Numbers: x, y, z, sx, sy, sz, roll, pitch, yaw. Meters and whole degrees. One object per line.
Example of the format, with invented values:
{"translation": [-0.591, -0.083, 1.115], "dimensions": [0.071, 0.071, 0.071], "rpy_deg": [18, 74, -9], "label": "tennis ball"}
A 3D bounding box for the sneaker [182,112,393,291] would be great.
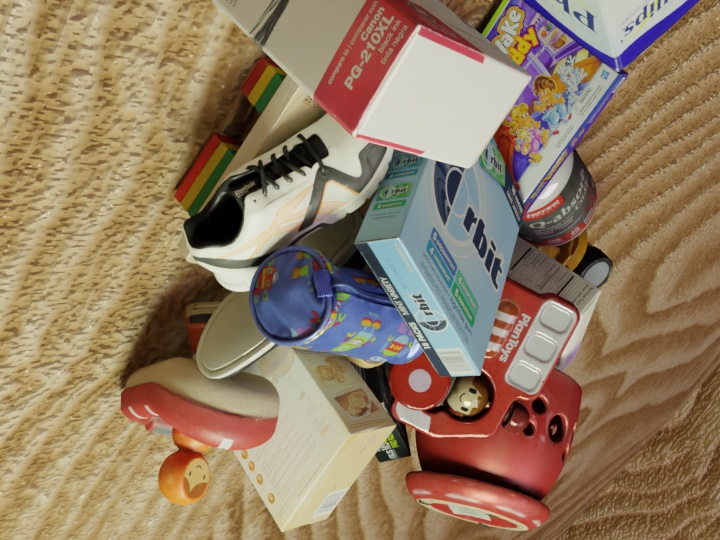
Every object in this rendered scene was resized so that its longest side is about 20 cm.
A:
{"translation": [-0.054, -0.065, 0.711], "dimensions": [0.200, 0.074, 0.080], "rpy_deg": [-45, 148, 6], "label": "sneaker"}

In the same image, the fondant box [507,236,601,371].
{"translation": [0.183, 0.029, 1.121], "dimensions": [0.058, 0.199, 0.145], "rpy_deg": [-41, 154, -27], "label": "fondant box"}

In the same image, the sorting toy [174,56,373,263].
{"translation": [-0.051, -0.096, 0.818], "dimensions": [0.198, 0.070, 0.201], "rpy_deg": [8, 125, -53], "label": "sorting toy"}

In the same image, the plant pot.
{"translation": [0.159, 0.210, 1.110], "dimensions": [0.201, 0.198, 0.185], "rpy_deg": [53, 47, -61], "label": "plant pot"}

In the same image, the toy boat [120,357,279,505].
{"translation": [-0.163, 0.162, 0.892], "dimensions": [0.129, 0.133, 0.199], "rpy_deg": [16, 162, -26], "label": "toy boat"}

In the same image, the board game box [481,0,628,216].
{"translation": [0.148, -0.151, 0.905], "dimensions": [0.201, 0.134, 0.045], "rpy_deg": [-56, 161, 26], "label": "board game box"}

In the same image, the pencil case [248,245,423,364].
{"translation": [-0.004, 0.032, 0.764], "dimensions": [0.086, 0.079, 0.199], "rpy_deg": [-25, 159, 26], "label": "pencil case"}

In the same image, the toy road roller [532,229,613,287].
{"translation": [0.223, 0.002, 1.227], "dimensions": [0.145, 0.123, 0.201], "rpy_deg": [19, 114, -42], "label": "toy road roller"}

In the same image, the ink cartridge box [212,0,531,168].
{"translation": [0.001, -0.172, 0.646], "dimensions": [0.144, 0.200, 0.085], "rpy_deg": [5, 125, -51], "label": "ink cartridge box"}

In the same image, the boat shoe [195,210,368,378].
{"translation": [-0.064, 0.026, 0.828], "dimensions": [0.200, 0.074, 0.060], "rpy_deg": [-49, 146, -3], "label": "boat shoe"}

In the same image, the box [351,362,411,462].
{"translation": [0.012, 0.124, 1.093], "dimensions": [0.044, 0.162, 0.201], "rpy_deg": [-14, 151, 5], "label": "box"}

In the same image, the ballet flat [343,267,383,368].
{"translation": [0.000, 0.000, 0.955], "dimensions": [0.068, 0.203, 0.063], "rpy_deg": [9, 170, -28], "label": "ballet flat"}

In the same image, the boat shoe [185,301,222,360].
{"translation": [-0.079, 0.040, 0.900], "dimensions": [0.197, 0.063, 0.071], "rpy_deg": [-16, 164, 9], "label": "boat shoe"}

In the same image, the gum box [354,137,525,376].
{"translation": [0.078, -0.041, 0.788], "dimensions": [0.171, 0.044, 0.202], "rpy_deg": [57, 41, -37], "label": "gum box"}

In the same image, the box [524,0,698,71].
{"translation": [0.161, -0.282, 0.698], "dimensions": [0.105, 0.184, 0.200], "rpy_deg": [-43, 150, 4], "label": "box"}

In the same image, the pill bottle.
{"translation": [0.195, -0.109, 1.041], "dimensions": [0.116, 0.116, 0.200], "rpy_deg": [-45, 150, 9], "label": "pill bottle"}

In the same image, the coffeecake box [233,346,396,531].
{"translation": [-0.076, 0.146, 0.980], "dimensions": [0.073, 0.201, 0.154], "rpy_deg": [-1, 133, -47], "label": "coffeecake box"}

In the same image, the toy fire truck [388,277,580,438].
{"translation": [0.126, 0.096, 0.990], "dimensions": [0.202, 0.166, 0.112], "rpy_deg": [-64, 179, 7], "label": "toy fire truck"}
